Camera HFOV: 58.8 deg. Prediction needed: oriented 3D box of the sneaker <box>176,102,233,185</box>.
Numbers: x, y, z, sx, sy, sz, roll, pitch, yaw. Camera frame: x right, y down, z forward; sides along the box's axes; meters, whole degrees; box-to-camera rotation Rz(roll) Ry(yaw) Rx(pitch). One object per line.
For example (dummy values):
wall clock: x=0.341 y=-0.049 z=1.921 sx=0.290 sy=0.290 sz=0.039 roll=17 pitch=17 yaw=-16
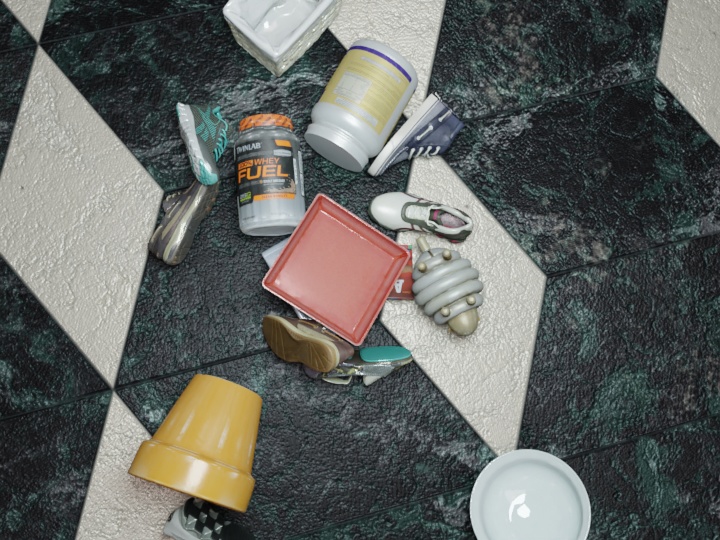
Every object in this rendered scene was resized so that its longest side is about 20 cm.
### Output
sneaker: x=-0.271 y=-0.238 z=1.149 sx=0.091 sy=0.078 sz=0.200 roll=-13 pitch=57 yaw=-16

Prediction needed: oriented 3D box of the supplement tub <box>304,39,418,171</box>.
supplement tub: x=0.000 y=-0.297 z=1.163 sx=0.145 sy=0.145 sz=0.200 roll=30 pitch=82 yaw=0

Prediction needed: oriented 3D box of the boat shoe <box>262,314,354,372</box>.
boat shoe: x=-0.093 y=0.119 z=1.114 sx=0.072 sy=0.200 sz=0.072 roll=-16 pitch=111 yaw=-42

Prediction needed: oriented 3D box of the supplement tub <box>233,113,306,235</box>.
supplement tub: x=-0.163 y=-0.169 z=1.149 sx=0.122 sy=0.123 sz=0.201 roll=-6 pitch=83 yaw=-4

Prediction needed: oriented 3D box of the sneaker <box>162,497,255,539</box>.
sneaker: x=-0.251 y=0.476 z=1.101 sx=0.088 sy=0.074 sz=0.200 roll=-39 pitch=103 yaw=22

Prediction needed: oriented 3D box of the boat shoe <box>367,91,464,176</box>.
boat shoe: x=0.108 y=-0.234 z=1.199 sx=0.093 sy=0.075 sz=0.200 roll=41 pitch=89 yaw=-5

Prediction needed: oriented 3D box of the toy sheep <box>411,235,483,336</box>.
toy sheep: x=0.153 y=0.025 z=1.144 sx=0.138 sy=0.138 sz=0.201 roll=-20 pitch=77 yaw=-6

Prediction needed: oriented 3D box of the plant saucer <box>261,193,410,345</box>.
plant saucer: x=-0.042 y=-0.001 z=1.120 sx=0.200 sy=0.037 sz=0.200 roll=33 pitch=71 yaw=-8

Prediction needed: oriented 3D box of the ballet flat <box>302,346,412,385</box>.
ballet flat: x=-0.006 y=0.173 z=1.156 sx=0.200 sy=0.072 sz=0.072 roll=1 pitch=83 yaw=-3

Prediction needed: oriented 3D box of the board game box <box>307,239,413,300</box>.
board game box: x=0.000 y=0.000 z=1.162 sx=0.199 sy=0.019 sz=0.103 roll=2 pitch=79 yaw=-16

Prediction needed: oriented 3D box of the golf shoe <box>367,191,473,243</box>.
golf shoe: x=0.113 y=-0.106 z=1.178 sx=0.199 sy=0.088 sz=0.077 roll=12 pitch=85 yaw=-1

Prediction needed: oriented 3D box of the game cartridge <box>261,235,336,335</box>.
game cartridge: x=-0.077 y=0.021 z=1.178 sx=0.133 sy=0.040 sz=0.200 roll=-31 pitch=86 yaw=-10

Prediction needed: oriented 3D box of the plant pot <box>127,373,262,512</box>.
plant pot: x=-0.255 y=0.281 z=1.069 sx=0.200 sy=0.200 sz=0.184 roll=19 pitch=67 yaw=-1

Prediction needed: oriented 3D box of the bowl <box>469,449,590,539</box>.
bowl: x=0.296 y=0.422 z=1.109 sx=0.200 sy=0.090 sz=0.202 roll=-10 pitch=58 yaw=16

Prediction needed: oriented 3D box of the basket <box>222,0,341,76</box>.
basket: x=-0.137 y=-0.480 z=1.186 sx=0.135 sy=0.123 sz=0.200 roll=41 pitch=83 yaw=1

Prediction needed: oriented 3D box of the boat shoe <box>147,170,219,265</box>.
boat shoe: x=-0.323 y=-0.110 z=1.156 sx=0.073 sy=0.075 sz=0.200 roll=24 pitch=77 yaw=5
